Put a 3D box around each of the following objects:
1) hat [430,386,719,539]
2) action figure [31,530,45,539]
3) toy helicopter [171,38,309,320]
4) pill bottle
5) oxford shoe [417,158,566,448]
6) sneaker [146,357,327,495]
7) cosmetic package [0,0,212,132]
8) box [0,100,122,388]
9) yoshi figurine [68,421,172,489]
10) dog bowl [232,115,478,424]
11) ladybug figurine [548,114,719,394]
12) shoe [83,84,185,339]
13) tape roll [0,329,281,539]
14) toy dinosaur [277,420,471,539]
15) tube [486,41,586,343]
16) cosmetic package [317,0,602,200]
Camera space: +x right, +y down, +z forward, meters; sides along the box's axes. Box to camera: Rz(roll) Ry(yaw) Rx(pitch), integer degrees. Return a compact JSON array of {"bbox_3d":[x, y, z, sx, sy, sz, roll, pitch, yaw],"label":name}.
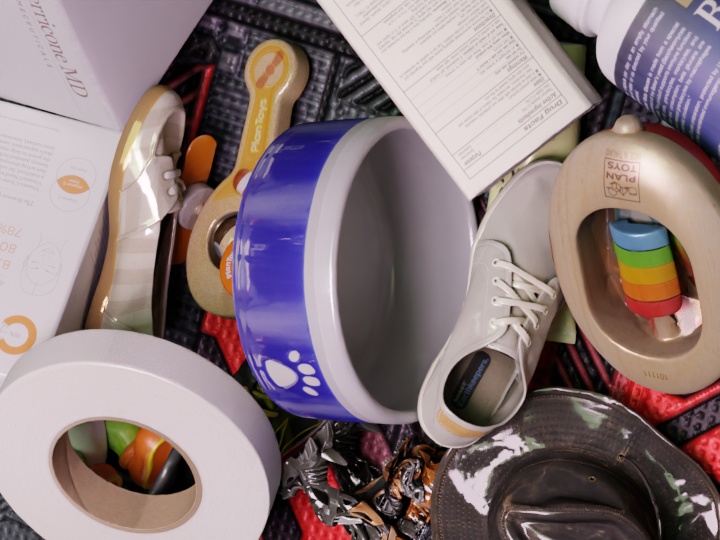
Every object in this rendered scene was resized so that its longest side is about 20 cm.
[{"bbox_3d":[0.135,0.178,1.652,0.200,0.081,0.201,2,98,12],"label":"hat"},{"bbox_3d":[-0.224,0.269,1.853,0.102,0.119,0.201,25,114,29],"label":"action figure"},{"bbox_3d":[-0.080,-0.065,1.806,0.132,0.079,0.201,6,83,37],"label":"toy helicopter"},{"bbox_3d":[0.219,-0.142,1.610,0.200,0.111,0.111,38,108,22],"label":"pill bottle"},{"bbox_3d":[0.098,0.023,1.655,0.075,0.058,0.200,26,83,-13],"label":"oxford shoe"},{"bbox_3d":[-0.078,0.113,1.777,0.074,0.085,0.200,39,116,6],"label":"sneaker"},{"bbox_3d":[-0.228,-0.229,1.783,0.200,0.168,0.167,17,60,27],"label":"cosmetic package"},{"bbox_3d":[-0.247,-0.006,1.806,0.124,0.098,0.200,15,67,9],"label":"box"},{"bbox_3d":[-0.229,0.083,1.861,0.200,0.112,0.112,39,100,24],"label":"yoshi figurine"},{"bbox_3d":[0.000,0.000,1.680,0.079,0.200,0.201,0,91,30],"label":"dog bowl"},{"bbox_3d":[0.189,-0.016,1.617,0.135,0.072,0.200,12,131,30],"label":"ladybug figurine"},{"bbox_3d":[-0.147,-0.031,1.795,0.053,0.070,0.201,18,107,14],"label":"shoe"},{"bbox_3d":[-0.152,0.126,1.715,0.202,0.037,0.203,9,131,10],"label":"tape roll"},{"bbox_3d":[0.012,0.163,1.742,0.200,0.102,0.136,-43,88,0],"label":"toy dinosaur"},{"bbox_3d":[0.116,-0.053,1.703,0.058,0.052,0.201,13,100,46],"label":"tube"},{"bbox_3d":[0.054,-0.156,1.643,0.103,0.073,0.200,-37,89,14],"label":"cosmetic package"}]
